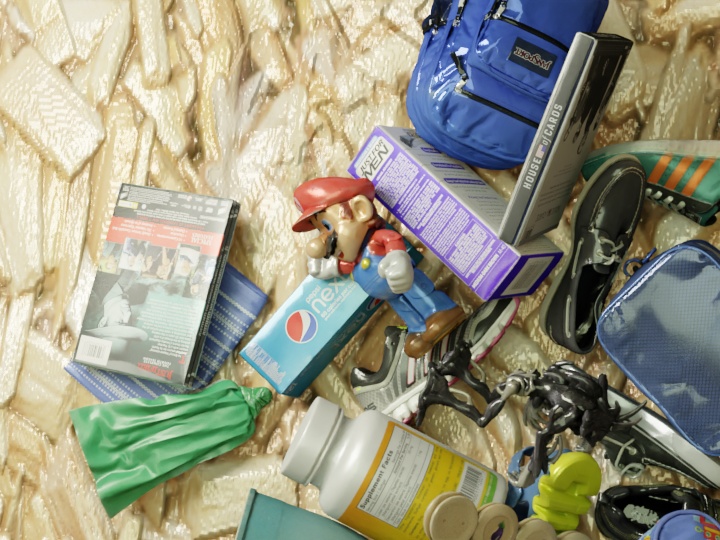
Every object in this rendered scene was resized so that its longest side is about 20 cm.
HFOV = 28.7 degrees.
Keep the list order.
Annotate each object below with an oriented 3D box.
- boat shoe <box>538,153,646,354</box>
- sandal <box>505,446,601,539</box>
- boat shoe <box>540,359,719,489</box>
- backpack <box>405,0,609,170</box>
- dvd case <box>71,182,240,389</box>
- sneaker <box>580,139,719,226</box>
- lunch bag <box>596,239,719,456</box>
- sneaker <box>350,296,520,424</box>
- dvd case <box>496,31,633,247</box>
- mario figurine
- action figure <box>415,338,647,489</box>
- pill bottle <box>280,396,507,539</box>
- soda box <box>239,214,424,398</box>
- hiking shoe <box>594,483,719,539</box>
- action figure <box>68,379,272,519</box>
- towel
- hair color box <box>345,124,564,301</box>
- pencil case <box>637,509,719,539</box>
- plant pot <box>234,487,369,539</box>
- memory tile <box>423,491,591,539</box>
[{"bbox_3d":[0.235,-0.012,1.353,0.073,0.063,0.200,10,111,-26],"label":"boat shoe"},{"bbox_3d":[0.160,0.252,1.366,0.200,0.079,0.087,-63,34,8],"label":"sandal"},{"bbox_3d":[0.259,0.163,1.351,0.199,0.074,0.068,31,96,17],"label":"boat shoe"},{"bbox_3d":[0.135,-0.204,1.363,0.162,0.168,0.200,23,87,-8],"label":"backpack"},{"bbox_3d":[-0.214,0.013,1.470,0.146,0.022,0.200,9,78,25],"label":"dvd case"},{"bbox_3d":[0.313,-0.084,1.376,0.199,0.071,0.080,1,85,16],"label":"sneaker"},{"bbox_3d":[0.319,0.063,1.323,0.136,0.132,0.200,-43,79,16],"label":"lunch bag"},{"bbox_3d":[0.068,0.076,1.403,0.200,0.074,0.087,-42,82,9],"label":"sneaker"},{"bbox_3d":[0.193,-0.124,1.316,0.025,0.150,0.200,26,107,17],"label":"dvd case"},{"bbox_3d":[0.000,0.000,1.336,0.200,0.106,0.123,49,119,6],"label":"mario figurine"},{"bbox_3d":[0.159,0.132,1.308,0.200,0.119,0.102,14,121,14],"label":"action figure"},{"bbox_3d":[0.029,0.202,1.344,0.200,0.111,0.111,28,88,-3],"label":"pill bottle"},{"bbox_3d":[-0.029,0.035,1.434,0.064,0.068,0.200,43,92,15],"label":"soda box"},{"bbox_3d":[0.316,0.243,1.309,0.199,0.101,0.076,7,78,13],"label":"hiking shoe"},{"bbox_3d":[-0.184,0.163,1.448,0.200,0.055,0.118,-20,96,-4],"label":"action figure"},{"bbox_3d":[-0.206,0.066,1.495,0.145,0.024,0.200,36,92,13],"label":"towel"},{"bbox_3d":[0.092,-0.058,1.384,0.200,0.109,0.065,46,113,21],"label":"hair color box"},{"bbox_3d":[0.262,0.290,1.270,0.078,0.200,0.087,3,57,-14],"label":"pencil case"},{"bbox_3d":[-0.042,0.328,1.340,0.188,0.200,0.201,15,85,-2],"label":"plant pot"},{"bbox_3d":[0.122,0.291,1.292,0.200,0.017,0.154,22,91,-30],"label":"memory tile"}]
